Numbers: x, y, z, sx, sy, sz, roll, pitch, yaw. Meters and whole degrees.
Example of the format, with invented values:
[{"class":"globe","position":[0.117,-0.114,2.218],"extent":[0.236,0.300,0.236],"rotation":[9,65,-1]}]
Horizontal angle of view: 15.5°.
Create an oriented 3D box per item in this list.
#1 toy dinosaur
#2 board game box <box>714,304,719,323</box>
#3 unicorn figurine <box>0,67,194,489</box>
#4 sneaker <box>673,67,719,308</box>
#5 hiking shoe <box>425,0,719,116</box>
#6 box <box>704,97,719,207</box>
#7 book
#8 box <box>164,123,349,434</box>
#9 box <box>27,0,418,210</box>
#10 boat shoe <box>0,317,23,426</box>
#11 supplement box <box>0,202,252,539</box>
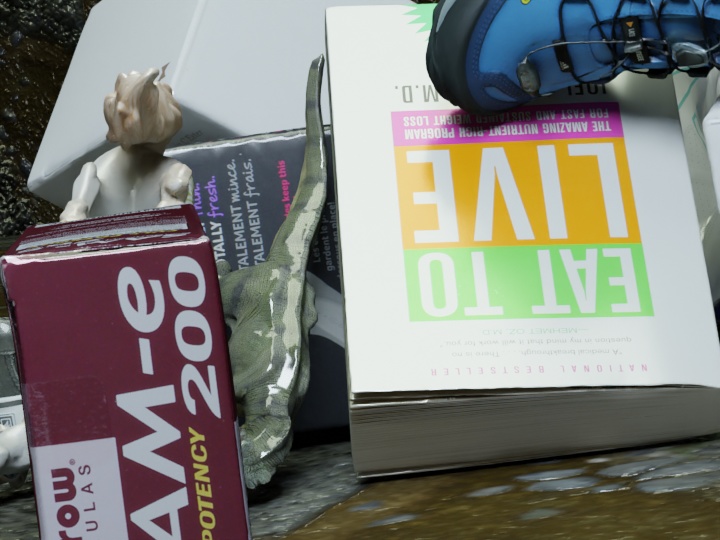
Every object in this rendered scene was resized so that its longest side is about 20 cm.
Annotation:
[{"class":"toy dinosaur","position":[-0.043,0.020,0.987],"extent":[0.047,0.201,0.088],"rotation":[26,-40,-23]},{"class":"board game box","position":[0.180,0.009,1.201],"extent":[0.158,0.039,0.200],"rotation":[-24,12,-19]},{"class":"unicorn figurine","position":[-0.098,0.024,0.961],"extent":[0.074,0.201,0.137],"rotation":[27,5,-9]},{"class":"sneaker","position":[0.120,-0.048,1.154],"extent":[0.070,0.080,0.201],"rotation":[-31,33,25]},{"class":"hiking shoe","position":[0.118,-0.102,0.947],"extent":[0.199,0.074,0.087],"rotation":[-25,45,7]},{"class":"box","position":[0.231,-0.046,1.018],"extent":[0.152,0.107,0.200],"rotation":[-5,19,22]},{"class":"book","position":[0.057,-0.021,0.979],"extent":[0.133,0.048,0.201],"rotation":[-4,48,-1]},{"class":"box","position":[0.000,0.000,1.088],"extent":[0.199,0.123,0.106],"rotation":[-7,1,-3]},{"class":"box","position":[-0.026,-0.059,1.237],"extent":[0.200,0.107,0.152],"rotation":[29,-27,-23]},{"class":"boat shoe","position":[-0.102,0.032,1.247],"extent":[0.070,0.064,0.200],"rotation":[-4,5,37]},{"class":"supplement box","position":[-0.069,0.039,0.791],"extent":[0.061,0.109,0.200],"rotation":[-7,5,-4]}]
